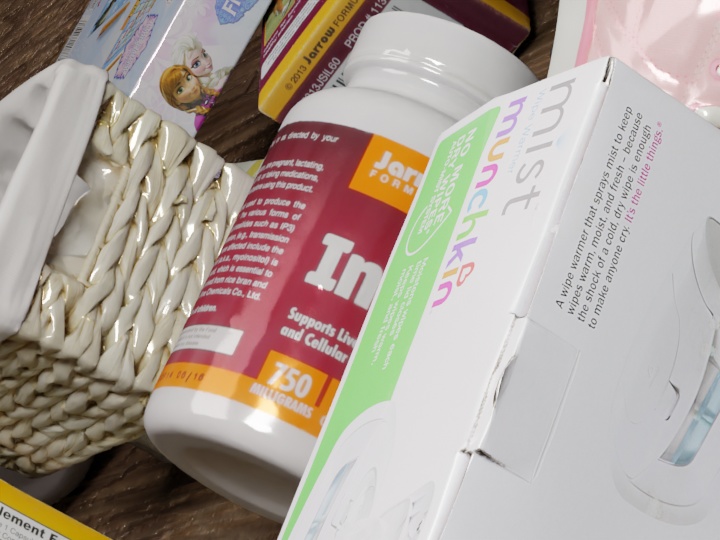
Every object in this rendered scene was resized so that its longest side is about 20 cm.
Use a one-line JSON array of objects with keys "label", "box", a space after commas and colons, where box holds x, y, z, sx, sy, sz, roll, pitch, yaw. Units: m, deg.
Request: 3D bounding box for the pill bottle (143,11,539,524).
[{"label": "pill bottle", "box": [0.000, 0.000, 1.114, 0.113, 0.113, 0.201, -13, 49, 63]}]

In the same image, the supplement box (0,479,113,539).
[{"label": "supplement box", "box": [-0.200, 0.209, 1.295, 0.109, 0.109, 0.201, -33, 32, 50]}]

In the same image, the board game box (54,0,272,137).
[{"label": "board game box", "box": [-0.077, -0.168, 1.392, 0.201, 0.041, 0.199, -61, 19, -3]}]

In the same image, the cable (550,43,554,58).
[{"label": "cable", "box": [0.158, -0.153, 1.068, 0.200, 0.051, 0.164, -22, 33, 53]}]

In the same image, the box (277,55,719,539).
[{"label": "box", "box": [0.078, 0.078, 0.728, 0.097, 0.176, 0.201, -22, 42, 58]}]

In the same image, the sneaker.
[{"label": "sneaker", "box": [0.122, -0.051, 0.954, 0.104, 0.075, 0.201, -4, 71, 35]}]

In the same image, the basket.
[{"label": "basket", "box": [-0.146, 0.008, 1.268, 0.200, 0.123, 0.136, -27, 39, 57]}]

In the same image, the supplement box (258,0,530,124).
[{"label": "supplement box", "box": [0.015, -0.147, 1.326, 0.110, 0.085, 0.200, -50, 22, 28]}]

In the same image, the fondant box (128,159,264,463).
[{"label": "fondant box", "box": [-0.049, 0.021, 1.282, 0.145, 0.058, 0.200, -63, 21, -12]}]

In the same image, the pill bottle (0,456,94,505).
[{"label": "pill bottle", "box": [-0.193, 0.031, 1.524, 0.116, 0.115, 0.201, -46, 23, 31]}]
